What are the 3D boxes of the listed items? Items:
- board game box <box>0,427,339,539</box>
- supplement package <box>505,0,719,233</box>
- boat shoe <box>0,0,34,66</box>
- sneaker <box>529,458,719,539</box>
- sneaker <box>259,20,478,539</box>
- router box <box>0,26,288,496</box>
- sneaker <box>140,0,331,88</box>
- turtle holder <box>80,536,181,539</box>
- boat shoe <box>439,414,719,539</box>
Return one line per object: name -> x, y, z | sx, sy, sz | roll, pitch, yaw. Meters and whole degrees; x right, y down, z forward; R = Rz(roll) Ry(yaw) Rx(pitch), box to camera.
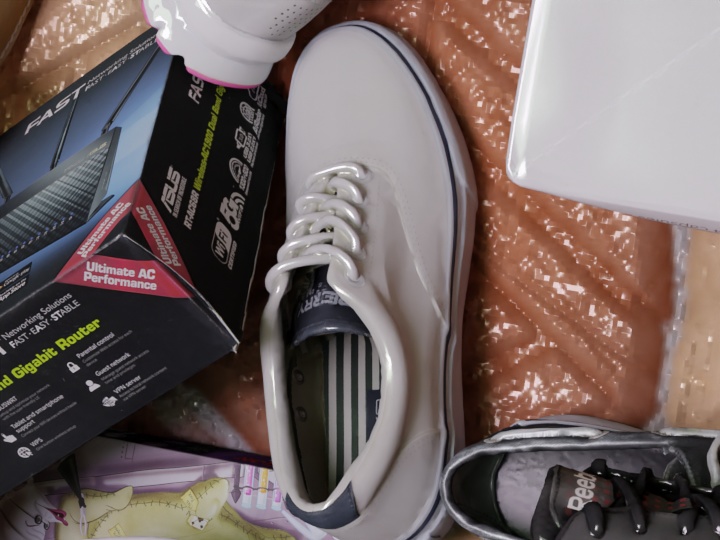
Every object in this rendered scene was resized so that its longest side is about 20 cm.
board game box -> -0.077, 0.125, 1.075 | 0.200, 0.032, 0.120 | 8, 97, 30
supplement package -> 0.155, -0.080, 0.811 | 0.191, 0.200, 0.147 | 11, 95, 9
boat shoe -> -0.121, -0.161, 1.090 | 0.076, 0.072, 0.200 | 18, 100, 14
sneaker -> 0.104, 0.095, 0.866 | 0.200, 0.071, 0.098 | -23, 96, 11
sneaker -> 0.000, 0.000, 0.996 | 0.073, 0.071, 0.200 | -15, 70, 24
router box -> -0.125, 0.008, 1.037 | 0.200, 0.150, 0.062 | -32, 116, 25
sneaker -> -0.042, -0.172, 1.026 | 0.088, 0.081, 0.200 | -24, 77, 35
turtle holder -> -0.075, 0.172, 0.969 | 0.132, 0.141, 0.186 | -23, 33, -5
boat shoe -> 0.121, 0.082, 0.934 | 0.199, 0.068, 0.074 | 13, 96, 30
